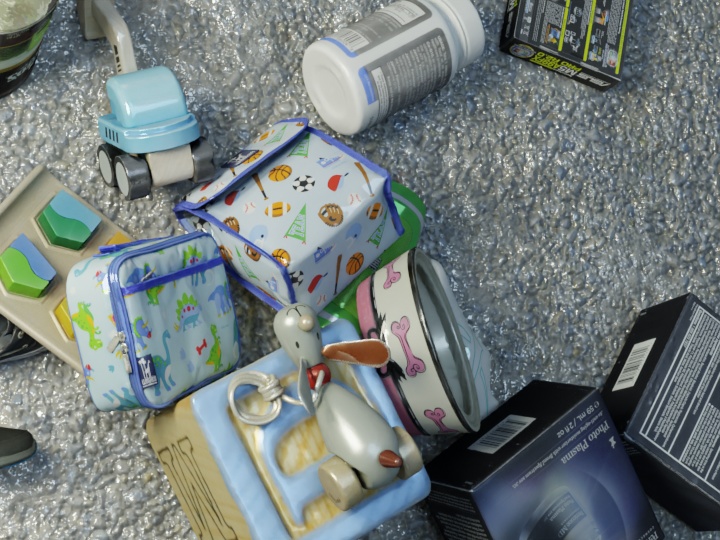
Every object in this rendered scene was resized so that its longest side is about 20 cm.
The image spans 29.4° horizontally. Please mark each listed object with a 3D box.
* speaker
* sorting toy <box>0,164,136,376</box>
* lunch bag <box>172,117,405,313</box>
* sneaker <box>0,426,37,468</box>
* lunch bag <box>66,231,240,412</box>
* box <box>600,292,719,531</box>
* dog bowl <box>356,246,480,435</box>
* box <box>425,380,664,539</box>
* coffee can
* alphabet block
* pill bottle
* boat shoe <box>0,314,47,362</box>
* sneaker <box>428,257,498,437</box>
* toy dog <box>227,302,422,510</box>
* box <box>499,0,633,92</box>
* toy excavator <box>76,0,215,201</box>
[{"bbox_3d":[0.000,0.000,1.525,0.088,0.088,0.201,33,67,-12],"label":"speaker"},{"bbox_3d":[-0.290,0.001,1.393,0.200,0.036,0.186,41,40,-10],"label":"sorting toy"},{"bbox_3d":[-0.083,-0.068,1.465,0.170,0.125,0.199,-40,53,-21],"label":"lunch bag"},{"bbox_3d":[-0.409,0.149,1.320,0.197,0.073,0.083,8,84,-21],"label":"sneaker"},{"bbox_3d":[-0.202,0.047,1.369,0.199,0.082,0.163,-19,98,-63],"label":"lunch bag"},{"bbox_3d":[0.395,0.172,1.625,0.197,0.123,0.201,36,68,-10],"label":"box"},{"bbox_3d":[0.058,0.081,1.424,0.073,0.200,0.203,-18,83,11],"label":"dog bowl"},{"bbox_3d":[0.198,0.258,1.493,0.199,0.123,0.200,-34,107,-25],"label":"box"},{"bbox_3d":[-0.380,-0.270,1.369,0.144,0.200,0.149,5,76,-21],"label":"coffee can"},{"bbox_3d":[-0.078,0.187,1.384,0.194,0.200,0.198,-24,87,-26],"label":"alphabet block"},{"bbox_3d":[0.041,-0.247,1.586,0.199,0.114,0.115,-30,89,-25],"label":"pill bottle"},{"bbox_3d":[-0.362,0.056,1.371,0.198,0.066,0.071,-19,85,-25],"label":"boat shoe"},{"bbox_3d":[0.102,0.084,1.564,0.080,0.070,0.203,-8,84,-38],"label":"sneaker"},{"bbox_3d":[-0.015,0.125,1.261,0.200,0.096,0.132,43,65,-8],"label":"toy dog"},{"bbox_3d":[0.269,-0.348,1.744,0.158,0.044,0.203,18,71,-18],"label":"box"},{"bbox_3d":[-0.239,-0.195,1.456,0.099,0.194,0.203,-15,111,-24],"label":"toy excavator"}]
